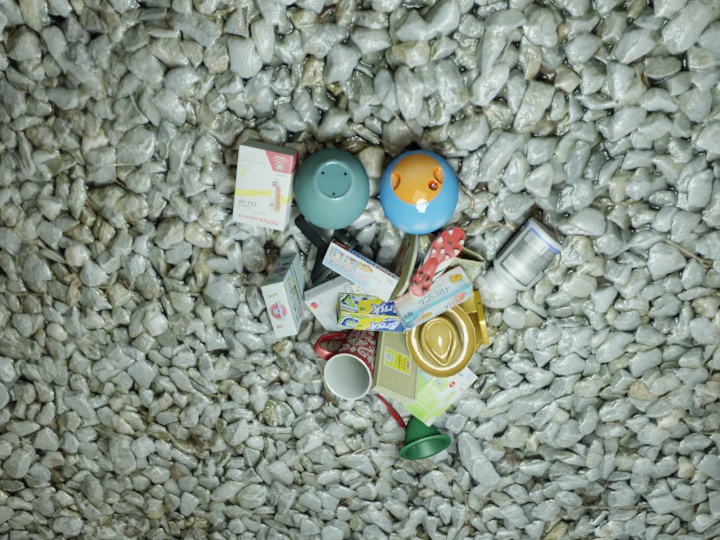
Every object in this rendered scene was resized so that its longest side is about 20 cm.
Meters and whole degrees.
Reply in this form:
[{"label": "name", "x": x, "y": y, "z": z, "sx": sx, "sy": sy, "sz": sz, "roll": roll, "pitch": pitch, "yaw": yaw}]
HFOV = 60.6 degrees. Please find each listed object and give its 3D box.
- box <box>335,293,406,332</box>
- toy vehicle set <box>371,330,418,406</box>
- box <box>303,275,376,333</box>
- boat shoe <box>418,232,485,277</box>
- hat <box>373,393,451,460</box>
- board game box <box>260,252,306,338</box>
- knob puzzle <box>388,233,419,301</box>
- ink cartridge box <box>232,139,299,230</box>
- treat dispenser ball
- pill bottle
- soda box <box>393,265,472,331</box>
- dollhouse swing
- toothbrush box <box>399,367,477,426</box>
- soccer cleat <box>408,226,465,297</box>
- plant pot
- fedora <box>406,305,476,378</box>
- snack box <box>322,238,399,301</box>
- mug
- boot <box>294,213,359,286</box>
[{"label": "box", "x": 0.034, "y": 0.116, "z": 1.658, "sx": 0.195, "sy": 0.071, "sz": 0.065, "roll": 5, "pitch": 135, "yaw": -12}, {"label": "toy vehicle set", "x": 0.099, "y": 0.249, "z": 1.651, "sx": 0.122, "sy": 0.203, "sz": 0.027, "roll": 26, "pitch": 136, "yaw": -17}, {"label": "box", "x": -0.035, "y": 0.083, "z": 1.695, "sx": 0.197, "sy": 0.042, "sz": 0.157, "roll": -25, "pitch": 129, "yaw": 12}, {"label": "boat shoe", "x": 0.232, "y": -0.051, "z": 1.571, "sx": 0.197, "sy": 0.075, "sz": 0.062, "roll": 25, "pitch": 134, "yaw": -31}, {"label": "hat", "x": 0.169, "y": 0.454, "z": 1.865, "sx": 0.163, "sy": 0.179, "sz": 0.200, "roll": -25, "pitch": 146, "yaw": 11}, {"label": "board game box", "x": -0.196, "y": 0.063, "z": 1.641, "sx": 0.063, "sy": 0.201, "sz": 0.151, "roll": -10, "pitch": 111, "yaw": 8}, {"label": "knob puzzle", "x": 0.118, "y": -0.004, "z": 1.591, "sx": 0.030, "sy": 0.221, "sz": 0.223, "roll": 18, "pitch": 112, "yaw": -10}, {"label": "ink cartridge box", "x": -0.247, "y": -0.219, "z": 1.597, "sx": 0.141, "sy": 0.084, "sz": 0.205, "roll": 11, "pitch": 112, "yaw": 0}, {"label": "treat dispenser ball", "x": 0.143, "y": -0.192, "z": 1.514, "sx": 0.195, "sy": 0.202, "sz": 0.206, "roll": 2, "pitch": 112, "yaw": 4}, {"label": "pill bottle", "x": 0.419, "y": -0.026, "z": 1.604, "sx": 0.113, "sy": 0.114, "sz": 0.201, "roll": 36, "pitch": 110, "yaw": -10}, {"label": "soda box", "x": 0.184, "y": 0.070, "z": 1.552, "sx": 0.197, "sy": 0.069, "sz": 0.064, "roll": -27, "pitch": 150, "yaw": -6}, {"label": "dollhouse swing", "x": 0.227, "y": 0.099, "z": 1.648, "sx": 0.195, "sy": 0.184, "sz": 0.178, "roll": -12, "pitch": 130, "yaw": 9}, {"label": "toothbrush box", "x": 0.206, "y": 0.314, "z": 1.716, "sx": 0.200, "sy": 0.086, "sz": 0.145, "roll": -45, "pitch": 132, "yaw": 2}, {"label": "soccer cleat", "x": 0.182, "y": -0.021, "z": 1.500, "sx": 0.068, "sy": 0.085, "sz": 0.202, "roll": 35, "pitch": 86, "yaw": -2}, {"label": "plant pot", "x": -0.068, "y": -0.211, "z": 1.520, "sx": 0.195, "sy": 0.135, "sz": 0.206, "roll": 0, "pitch": 88, "yaw": -4}, {"label": "fedora", "x": 0.206, "y": 0.179, "z": 1.586, "sx": 0.195, "sy": 0.082, "sz": 0.206, "roll": 0, "pitch": 91, "yaw": 10}, {"label": "snack box", "x": 0.000, "y": 0.000, "z": 1.581, "sx": 0.197, "sy": 0.024, "sz": 0.073, "roll": 31, "pitch": 124, "yaw": 5}, {"label": "mug", "x": -0.021, "y": 0.223, "z": 1.685, "sx": 0.132, "sy": 0.200, "sz": 0.179, "roll": -29, "pitch": 101, "yaw": 24}, {"label": "boot", "x": -0.116, "y": -0.075, "z": 1.651, "sx": 0.168, "sy": 0.076, "sz": 0.200, "roll": 45, "pitch": 125, "yaw": 1}]
